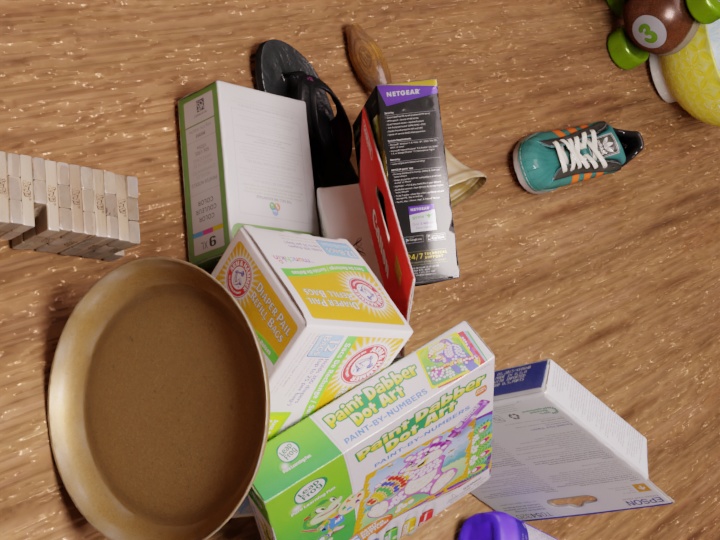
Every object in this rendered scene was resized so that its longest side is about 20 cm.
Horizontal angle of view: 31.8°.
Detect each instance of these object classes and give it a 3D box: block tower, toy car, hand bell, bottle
[{"bbox_3d":[-0.248,-0.049,0.907,0.199,0.057,0.055,8,70,-46],"label":"block tower"},{"bbox_3d":[0.326,-0.363,1.559,0.198,0.164,0.160,14,65,-32],"label":"toy car"},{"bbox_3d":[0.034,-0.153,1.236,0.104,0.104,0.202,-15,76,-48],"label":"hand bell"},{"bbox_3d":[0.175,0.299,1.219,0.199,0.065,0.084,31,56,-36],"label":"bottle"}]

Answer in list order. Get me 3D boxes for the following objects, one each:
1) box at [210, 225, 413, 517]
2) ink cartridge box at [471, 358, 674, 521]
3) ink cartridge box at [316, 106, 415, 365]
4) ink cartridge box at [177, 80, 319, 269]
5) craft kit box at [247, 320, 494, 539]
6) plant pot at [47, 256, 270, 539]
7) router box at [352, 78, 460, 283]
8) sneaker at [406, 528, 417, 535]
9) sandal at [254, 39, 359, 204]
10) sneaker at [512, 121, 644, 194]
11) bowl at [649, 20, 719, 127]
[{"bbox_3d":[-0.071,0.078,0.924,0.112,0.201,0.102,5,39,-45],"label":"box"},{"bbox_3d":[0.153,0.160,1.149,0.200,0.195,0.044,38,53,-31],"label":"ink cartridge box"},{"bbox_3d":[0.000,0.000,1.018,0.044,0.177,0.201,-7,46,-7],"label":"ink cartridge box"},{"bbox_3d":[-0.091,-0.050,1.068,0.103,0.059,0.202,7,71,-46],"label":"ink cartridge box"},{"bbox_3d":[0.012,0.152,0.964,0.199,0.198,0.049,-31,55,-15],"label":"craft kit box"},{"bbox_3d":[-0.137,0.092,0.872,0.027,0.198,0.202,5,71,-58],"label":"plant pot"},{"bbox_3d":[0.035,-0.065,1.075,0.052,0.200,0.159,-6,88,-6],"label":"router box"},{"bbox_3d":[-0.010,0.173,1.068,0.199,0.075,0.093,23,71,-33],"label":"sneaker"},{"bbox_3d":[-0.032,-0.125,1.167,0.075,0.048,0.202,-34,101,-47],"label":"sandal"},{"bbox_3d":[0.252,-0.137,1.446,0.199,0.079,0.072,-17,88,-48],"label":"sneaker"},{"bbox_3d":[0.449,-0.277,1.679,0.199,0.107,0.202,23,60,-48],"label":"bowl"}]
